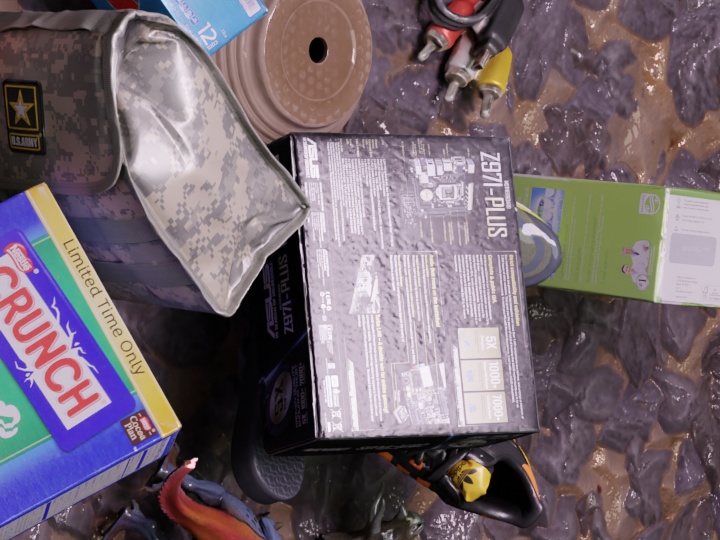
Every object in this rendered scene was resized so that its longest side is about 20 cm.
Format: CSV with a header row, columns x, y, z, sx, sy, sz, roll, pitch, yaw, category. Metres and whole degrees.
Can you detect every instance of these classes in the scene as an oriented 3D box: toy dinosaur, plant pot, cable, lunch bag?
x,y,z,sx,sy,sz,roll,pitch,yaw,category
-0.083,0.209,1.577,0.181,0.200,0.105,38,84,-7,toy dinosaur
-0.059,-0.149,1.586,0.201,0.093,0.201,-6,99,-43,plant pot
0.101,-0.213,1.783,0.097,0.050,0.200,43,53,-20,cable
-0.021,0.258,1.701,0.102,0.077,0.200,47,68,-24,toy dinosaur
-0.154,-0.077,1.452,0.118,0.164,0.200,-53,127,-27,lunch bag

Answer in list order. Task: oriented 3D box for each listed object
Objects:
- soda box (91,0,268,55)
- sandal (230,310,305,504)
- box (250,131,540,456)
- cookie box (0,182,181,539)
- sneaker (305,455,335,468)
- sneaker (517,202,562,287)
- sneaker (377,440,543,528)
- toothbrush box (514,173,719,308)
x,y,z,sx,sy,sz,roll,pitch,yaw,category
-0.149,-0.217,1.464,0.064,0.068,0.200,-41,101,-33,soda box
-0.061,0.066,1.621,0.076,0.043,0.200,45,44,-35,sandal
0.018,0.015,1.547,0.163,0.086,0.200,-1,80,-26,box
-0.231,0.072,1.371,0.200,0.075,0.171,-28,83,-19,cookie box
0.013,0.082,1.686,0.200,0.091,0.076,-34,120,-34,sneaker
0.053,-0.029,1.670,0.200,0.081,0.074,16,99,-18,sneaker
0.053,0.115,1.621,0.200,0.090,0.070,32,102,-39,sneaker
0.191,-0.023,1.767,0.145,0.200,0.086,5,91,-44,toothbrush box
